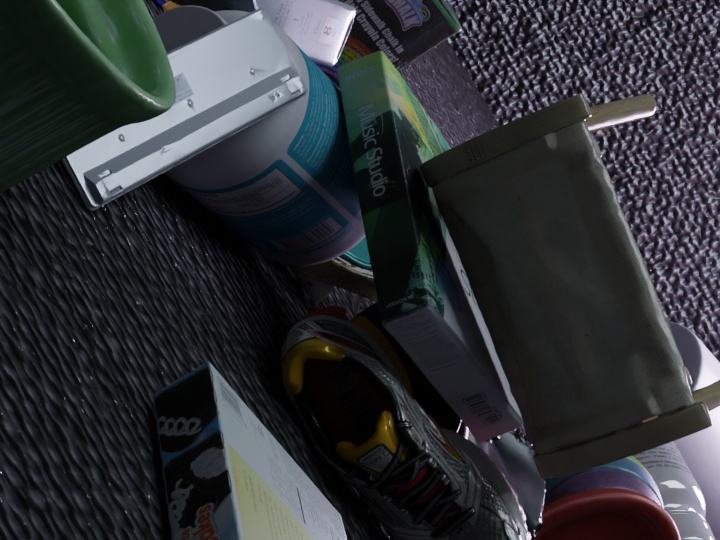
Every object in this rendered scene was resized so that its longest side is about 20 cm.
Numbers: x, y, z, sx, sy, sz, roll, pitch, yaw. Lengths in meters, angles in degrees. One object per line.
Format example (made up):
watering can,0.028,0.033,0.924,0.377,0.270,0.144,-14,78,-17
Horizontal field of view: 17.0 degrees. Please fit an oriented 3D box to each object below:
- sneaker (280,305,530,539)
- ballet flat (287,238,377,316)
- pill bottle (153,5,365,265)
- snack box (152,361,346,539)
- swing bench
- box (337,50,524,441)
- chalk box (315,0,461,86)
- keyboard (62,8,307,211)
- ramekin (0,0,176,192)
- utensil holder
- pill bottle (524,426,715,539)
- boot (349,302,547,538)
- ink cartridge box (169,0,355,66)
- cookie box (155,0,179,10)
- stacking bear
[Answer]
sneaker,0.019,0.113,1.386,0.200,0.078,0.082,48,13,1
ballet flat,0.000,0.000,1.613,0.200,0.071,0.071,23,26,-27
pill bottle,-0.065,-0.085,1.452,0.111,0.111,0.200,63,10,30
snack box,-0.040,0.139,1.077,0.116,0.037,0.200,52,11,-29
swing bench,0.133,0.008,1.433,0.199,0.130,0.200,69,20,3
box,0.042,-0.015,1.446,0.144,0.036,0.200,51,21,-49
chalk box,-0.004,-0.240,1.993,0.125,0.200,0.124,50,12,-38
keyboard,-0.097,-0.091,1.306,0.200,0.011,0.056,-34,93,-50
ramekin,-0.177,-0.130,1.064,0.200,0.098,0.200,55,9,-14
utensil holder,0.322,0.170,2.431,0.200,0.170,0.170,49,12,-34
pill bottle,0.223,0.184,2.042,0.113,0.113,0.200,47,13,-47
boot,0.065,0.120,1.546,0.168,0.076,0.200,49,6,-24
ink cartridge box,-0.120,-0.191,1.544,0.160,0.047,0.200,27,10,32
cookie box,-0.119,-0.288,1.658,0.200,0.171,0.075,42,21,-57
stacking bear,0.165,0.175,1.814,0.122,0.114,0.200,54,5,-20
